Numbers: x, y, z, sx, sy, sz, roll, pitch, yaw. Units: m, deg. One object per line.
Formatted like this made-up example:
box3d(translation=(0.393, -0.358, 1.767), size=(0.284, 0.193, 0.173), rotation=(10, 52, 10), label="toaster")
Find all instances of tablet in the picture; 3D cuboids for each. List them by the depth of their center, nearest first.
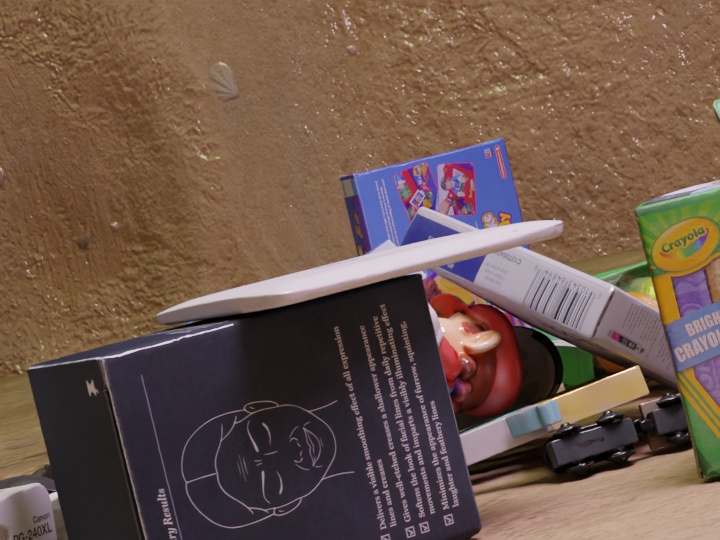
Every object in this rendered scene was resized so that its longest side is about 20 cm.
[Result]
box3d(translation=(0.000, 0.000, 1.525), size=(0.200, 0.014, 0.130), rotation=(-13, 2, -35), label="tablet")

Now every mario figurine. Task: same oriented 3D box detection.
box3d(translation=(0.018, 0.061, 1.744), size=(0.123, 0.106, 0.200), rotation=(-5, 13, 38), label="mario figurine")

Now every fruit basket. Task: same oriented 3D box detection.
box3d(translation=(0.235, 0.048, 2.044), size=(0.200, 0.094, 0.185), rotation=(8, 15, 34), label="fruit basket")

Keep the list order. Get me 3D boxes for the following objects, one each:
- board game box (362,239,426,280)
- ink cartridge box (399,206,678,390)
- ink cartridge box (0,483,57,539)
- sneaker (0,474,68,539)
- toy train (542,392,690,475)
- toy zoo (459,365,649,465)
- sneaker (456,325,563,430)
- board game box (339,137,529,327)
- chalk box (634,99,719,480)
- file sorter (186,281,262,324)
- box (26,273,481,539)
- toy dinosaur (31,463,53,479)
box3d(translation=(-0.057, 0.079, 1.800), size=(0.200, 0.041, 0.200), rotation=(-48, -4, 18), label="board game box")
box3d(translation=(0.153, 0.034, 1.800), size=(0.200, 0.043, 0.196), rotation=(29, -3, -40), label="ink cartridge box")
box3d(translation=(-0.280, 0.182, 1.519), size=(0.200, 0.084, 0.145), rotation=(-11, 3, 27), label="ink cartridge box")
box3d(translation=(-0.166, 0.153, 1.624), size=(0.200, 0.077, 0.111), rotation=(-19, 10, 17), label="sneaker")
box3d(translation=(0.202, 0.088, 1.686), size=(0.200, 0.034, 0.046), rotation=(-15, -8, -16), label="toy train")
box3d(translation=(0.110, 0.094, 1.748), size=(0.131, 0.020, 0.200), rotation=(-21, -3, -4), label="toy zoo")
box3d(translation=(0.037, 0.101, 1.863), size=(0.200, 0.076, 0.115), rotation=(-22, 2, 18), label="sneaker")
box3d(translation=(0.073, 0.004, 2.285), size=(0.134, 0.200, 0.045), rotation=(-13, 2, -15), label="board game box")
box3d(translation=(0.239, -0.001, 1.536), size=(0.124, 0.200, 0.124), rotation=(-12, 3, 27), label="chalk box")
box3d(translation=(-0.035, 0.064, 2.422), size=(0.200, 0.123, 0.139), rotation=(-11, 3, 44), label="file sorter")
box3d(translation=(-0.057, 0.097, 1.500), size=(0.200, 0.149, 0.107), rotation=(-14, 2, -29), label="box")
box3d(translation=(-0.215, 0.162, 1.860), size=(0.200, 0.077, 0.102), rotation=(-45, 5, 4), label="toy dinosaur")
